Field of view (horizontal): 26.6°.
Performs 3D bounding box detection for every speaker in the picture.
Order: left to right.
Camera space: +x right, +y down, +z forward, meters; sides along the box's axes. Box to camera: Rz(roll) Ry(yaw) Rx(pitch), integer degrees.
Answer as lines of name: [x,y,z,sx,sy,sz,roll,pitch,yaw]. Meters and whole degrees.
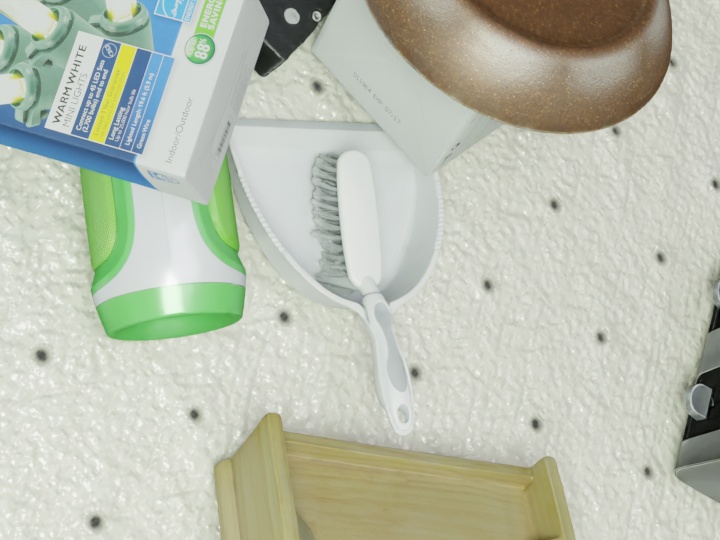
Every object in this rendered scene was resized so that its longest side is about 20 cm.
speaker: [-0.113,-0.067,0.822,0.088,0.088,0.201,-2,78,-31]

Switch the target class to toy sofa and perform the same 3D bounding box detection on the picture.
toy sofa: [0.016,0.150,0.856,0.199,0.098,0.083,11,48,-27]

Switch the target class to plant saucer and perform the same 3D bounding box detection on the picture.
plant saucer: [0.095,-0.170,0.854,0.200,0.037,0.201,10,58,-16]

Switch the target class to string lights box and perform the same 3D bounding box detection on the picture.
string lights box: [-0.158,-0.112,0.760,0.199,0.059,0.103,16,81,9]

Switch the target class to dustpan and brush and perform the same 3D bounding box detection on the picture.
dustpan and brush: [0.000,0.000,0.888,0.139,0.057,0.201,-1,77,-31]

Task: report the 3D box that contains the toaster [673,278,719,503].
toaster: [0.321,0.083,1.020,0.200,0.119,0.181,29,65,-21]

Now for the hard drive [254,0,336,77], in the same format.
hard drive: [-0.048,-0.233,0.937,0.140,0.038,0.200,44,60,-14]

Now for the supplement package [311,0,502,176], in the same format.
supplement package: [0.088,-0.169,0.939,0.114,0.110,0.200,48,55,9]
